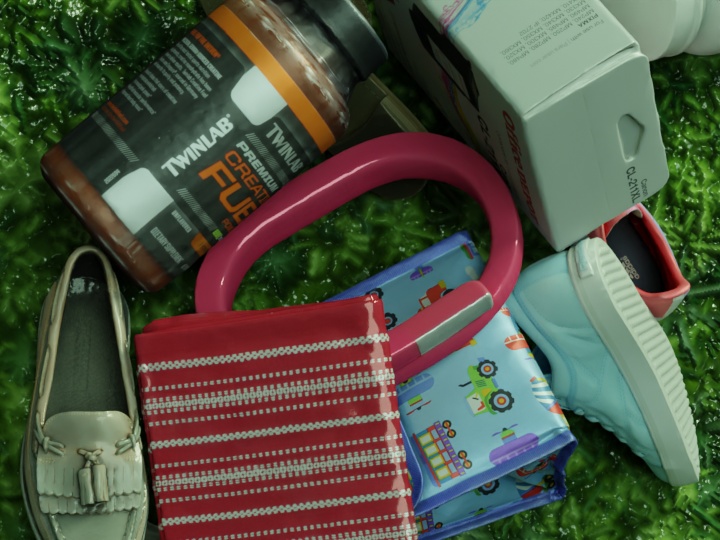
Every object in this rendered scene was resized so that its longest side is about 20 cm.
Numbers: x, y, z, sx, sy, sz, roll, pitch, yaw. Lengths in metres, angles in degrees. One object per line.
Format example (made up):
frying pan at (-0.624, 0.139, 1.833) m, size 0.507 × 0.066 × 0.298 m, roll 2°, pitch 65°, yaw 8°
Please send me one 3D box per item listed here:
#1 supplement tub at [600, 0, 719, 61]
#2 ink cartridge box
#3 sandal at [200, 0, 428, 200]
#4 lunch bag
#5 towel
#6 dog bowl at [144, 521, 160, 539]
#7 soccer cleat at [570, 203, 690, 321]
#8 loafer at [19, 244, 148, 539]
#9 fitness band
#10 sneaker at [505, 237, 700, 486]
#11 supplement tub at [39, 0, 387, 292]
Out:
supplement tub at (0.248, -0.222, 1.562) m, size 0.200 × 0.145 × 0.146 m, roll -21°, pitch 87°, yaw -21°
ink cartridge box at (0.086, -0.132, 1.439) m, size 0.083 × 0.146 × 0.200 m, roll -32°, pitch 56°, yaw -7°
sandal at (-0.021, -0.142, 1.510) m, size 0.212 × 0.078 × 0.070 m, roll 51°, pitch 38°, yaw -11°
lunch bag at (0.004, 0.091, 1.443) m, size 0.200 × 0.094 × 0.151 m, roll -22°, pitch 65°, yaw -11°
towel at (-0.044, 0.118, 1.367) m, size 0.144 × 0.022 × 0.201 m, roll -8°, pitch 88°, yaw 6°
dog bowl at (-0.122, 0.241, 1.397) m, size 0.200 × 0.059 × 0.201 m, roll 3°, pitch 80°, yaw -18°
soccer cleat at (0.137, -0.055, 1.530) m, size 0.067 × 0.076 × 0.200 m, roll -34°, pitch 92°, yaw -21°
loafer at (-0.156, 0.079, 1.378) m, size 0.072 × 0.063 × 0.200 m, roll -1°, pitch 57°, yaw -8°
fitness band at (0.000, 0.000, 1.431) m, size 0.200 × 0.037 × 0.144 m, roll -30°, pitch 57°, yaw -6°
sneaker at (0.146, 0.062, 1.503) m, size 0.074 × 0.082 × 0.200 m, roll -82°, pitch 149°, yaw -51°
supplement tub at (-0.081, -0.087, 1.419) m, size 0.200 × 0.107 × 0.107 m, roll -41°, pitch 95°, yaw -2°
